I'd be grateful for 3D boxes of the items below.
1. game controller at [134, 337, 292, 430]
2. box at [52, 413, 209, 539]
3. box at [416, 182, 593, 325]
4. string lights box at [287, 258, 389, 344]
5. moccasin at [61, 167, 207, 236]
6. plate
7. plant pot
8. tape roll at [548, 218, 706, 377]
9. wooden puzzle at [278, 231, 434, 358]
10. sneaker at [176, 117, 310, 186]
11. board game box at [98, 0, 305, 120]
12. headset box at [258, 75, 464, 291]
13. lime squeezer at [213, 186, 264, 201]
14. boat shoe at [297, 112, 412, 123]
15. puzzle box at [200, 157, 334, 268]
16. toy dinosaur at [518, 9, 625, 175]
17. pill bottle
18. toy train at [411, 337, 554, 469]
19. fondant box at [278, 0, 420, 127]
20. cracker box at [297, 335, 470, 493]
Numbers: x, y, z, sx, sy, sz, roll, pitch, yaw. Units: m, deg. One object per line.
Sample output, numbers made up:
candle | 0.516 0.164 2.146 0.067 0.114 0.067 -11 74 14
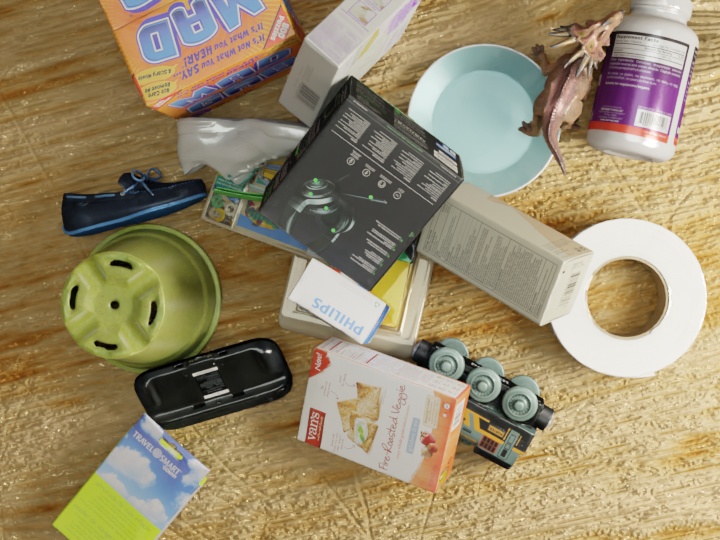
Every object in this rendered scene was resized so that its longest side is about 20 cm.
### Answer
game controller | -0.191 0.148 1.687 0.199 0.042 0.105 -17 121 4
box | -0.298 0.297 1.709 0.122 0.048 0.200 40 97 3
box | 0.176 -0.024 1.605 0.200 0.078 0.095 34 120 29
string lights box | -0.023 0.041 1.575 0.103 0.200 0.059 32 89 4
moccasin | -0.302 -0.098 1.693 0.199 0.080 0.068 -13 85 4
plate | 0.160 -0.193 1.681 0.199 0.026 0.201 0 91 4
plant pot | -0.291 0.040 1.641 0.200 0.184 0.201 0 91 5
tape roll | 0.335 0.035 1.647 0.202 0.071 0.203 0 91 4
wooden puzzle | 0.000 0.000 1.690 0.184 0.037 0.201 13 92 4
sneaker | -0.140 -0.151 1.658 0.199 0.075 0.089 3 97 19
board game box | -0.197 -0.326 1.619 0.199 0.200 0.200 -25 89 5
headset box | -0.003 -0.099 1.570 0.174 0.093 0.200 34 109 -12
lime squeezer | -0.083 -0.106 1.636 0.199 0.071 0.038 -18 46 14
boat shoe | 0.005 -0.175 1.673 0.200 0.074 0.076 31 50 10
puzzle box | -0.096 -0.095 1.683 0.199 0.025 0.133 19 88 14
toy dinosaur | 0.252 -0.226 1.593 0.086 0.136 0.201 14 85 -3
pill bottle | 0.357 -0.242 1.620 0.112 0.112 0.201 13 91 4
toy train | 0.145 0.169 1.662 0.200 0.085 0.114 28 102 4
fondant box | -0.006 -0.286 1.592 0.058 0.144 0.200 39 62 3
cracker box | 0.027 0.181 1.639 0.199 0.058 0.134 18 111 20
